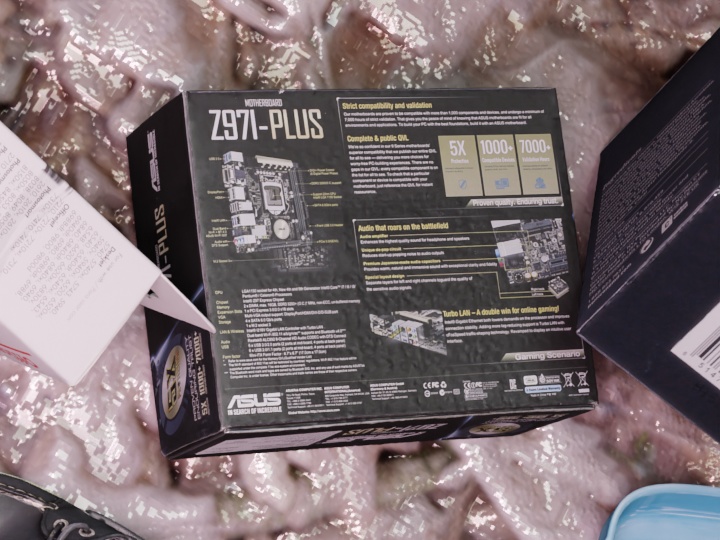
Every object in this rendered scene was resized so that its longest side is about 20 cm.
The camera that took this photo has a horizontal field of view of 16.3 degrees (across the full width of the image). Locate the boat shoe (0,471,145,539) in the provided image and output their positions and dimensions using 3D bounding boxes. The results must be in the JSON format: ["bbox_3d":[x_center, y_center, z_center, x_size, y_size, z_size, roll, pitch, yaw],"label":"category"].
[{"bbox_3d":[-0.126,0.145,1.143,0.199,0.066,0.075,37,67,-12],"label":"boat shoe"}]

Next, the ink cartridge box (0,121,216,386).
[{"bbox_3d":[-0.169,-0.018,1.112,0.200,0.116,0.068,45,76,-30],"label":"ink cartridge box"}]

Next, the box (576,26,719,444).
[{"bbox_3d":[0.200,-0.007,1.242,0.148,0.107,0.200,37,27,-11],"label":"box"}]

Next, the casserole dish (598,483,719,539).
[{"bbox_3d":[0.196,0.176,1.290,0.200,0.039,0.121,9,75,-20],"label":"casserole dish"}]

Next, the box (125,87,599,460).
[{"bbox_3d":[0.000,0.000,1.219,0.200,0.086,0.164,-3,79,-25],"label":"box"}]
